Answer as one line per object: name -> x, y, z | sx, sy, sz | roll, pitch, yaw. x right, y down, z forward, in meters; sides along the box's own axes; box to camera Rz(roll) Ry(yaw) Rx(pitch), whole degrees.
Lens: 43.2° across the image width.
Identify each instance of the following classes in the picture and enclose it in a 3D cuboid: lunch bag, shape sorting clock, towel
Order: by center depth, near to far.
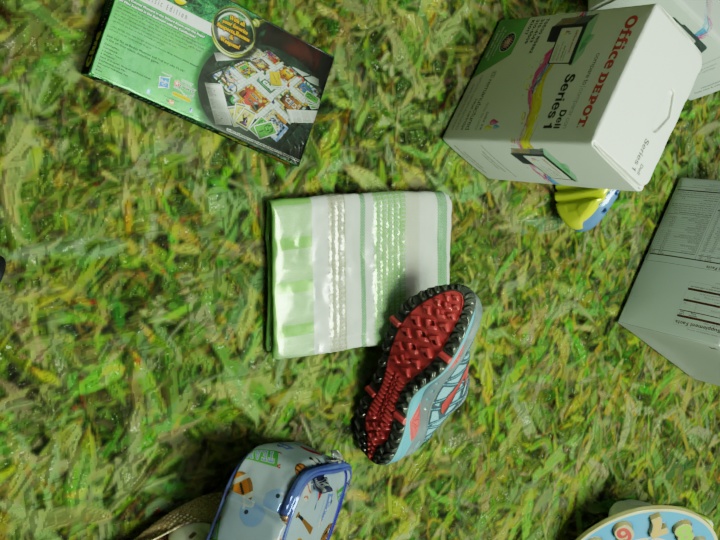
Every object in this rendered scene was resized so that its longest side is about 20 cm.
lunch bag -> -0.074, 0.244, 0.792 | 0.201, 0.075, 0.160 | -69, 160, -3
towel -> 0.000, 0.000, 0.863 | 0.199, 0.031, 0.150 | -5, 99, -32
shape sorting clock -> 0.332, 0.357, 1.090 | 0.199, 0.039, 0.201 | -5, 126, -7

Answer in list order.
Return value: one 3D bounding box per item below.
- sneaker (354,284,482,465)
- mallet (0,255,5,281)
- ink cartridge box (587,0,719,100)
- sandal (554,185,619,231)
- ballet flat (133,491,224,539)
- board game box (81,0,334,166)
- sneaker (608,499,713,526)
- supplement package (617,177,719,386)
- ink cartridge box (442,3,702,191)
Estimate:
sneaker -> 0.066, 0.094, 0.877 | 0.095, 0.079, 0.201 | -3, 129, -46
mallet -> -0.333, 0.058, 0.635 | 0.066, 0.041, 0.201 | 41, 79, -34
ink cartridge box -> 0.335, -0.301, 0.978 | 0.199, 0.083, 0.147 | 26, 61, -34
sandal -> 0.287, -0.125, 1.007 | 0.087, 0.079, 0.201 | 39, 77, -37
ballet flat -> -0.172, 0.253, 0.759 | 0.199, 0.065, 0.071 | -27, 111, -29
board game box -> -0.118, -0.169, 0.750 | 0.199, 0.023, 0.105 | 21, 88, -36
sneaker -> 0.377, 0.352, 1.151 | 0.199, 0.076, 0.106 | 16, 90, -36
supplement package -> 0.454, 0.024, 1.102 | 0.191, 0.147, 0.201 | 32, 80, -34
ink cartridge box -> 0.194, -0.162, 0.859 | 0.084, 0.200, 0.145 | 33, 79, -34
